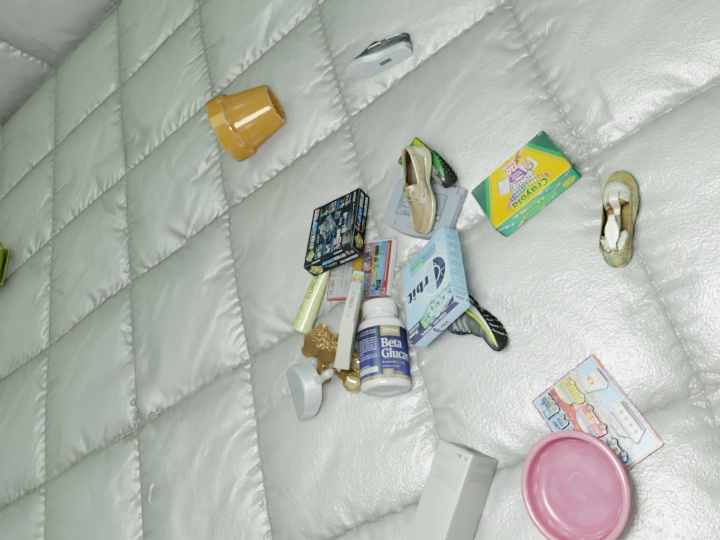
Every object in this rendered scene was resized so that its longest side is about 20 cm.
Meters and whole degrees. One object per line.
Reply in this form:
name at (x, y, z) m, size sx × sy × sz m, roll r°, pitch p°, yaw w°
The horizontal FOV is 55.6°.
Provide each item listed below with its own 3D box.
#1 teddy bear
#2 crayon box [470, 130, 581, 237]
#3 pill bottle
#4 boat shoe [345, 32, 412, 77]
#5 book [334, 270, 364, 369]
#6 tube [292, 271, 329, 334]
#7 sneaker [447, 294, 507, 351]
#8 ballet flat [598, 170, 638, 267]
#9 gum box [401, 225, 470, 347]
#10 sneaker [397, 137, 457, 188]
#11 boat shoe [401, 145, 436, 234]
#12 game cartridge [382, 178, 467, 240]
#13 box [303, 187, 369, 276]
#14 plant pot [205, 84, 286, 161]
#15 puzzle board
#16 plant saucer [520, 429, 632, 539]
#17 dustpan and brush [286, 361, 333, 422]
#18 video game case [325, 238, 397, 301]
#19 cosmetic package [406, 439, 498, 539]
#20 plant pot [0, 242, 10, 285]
teddy bear at (-0.051, 0.206, 1.619) m, size 0.199 × 0.067 × 0.146 m, roll 9°, pitch 97°, yaw 41°
crayon box at (0.345, -0.181, 1.439) m, size 0.200 × 0.058 × 0.119 m, roll -41°, pitch 51°, yaw 20°
pill bottle at (0.050, 0.169, 1.511) m, size 0.111 × 0.111 × 0.201 m, roll -21°, pitch 61°, yaw 32°
boat shoe at (0.046, -0.584, 1.839) m, size 0.199 × 0.072 × 0.068 m, roll -16°, pitch 65°, yaw 32°
book at (-0.025, 0.106, 1.529) m, size 0.200 × 0.048 × 0.134 m, roll -77°, pitch -5°, yaw -59°
tube at (-0.118, 0.062, 1.736) m, size 0.058 × 0.052 × 0.201 m, roll 17°, pitch 83°, yaw 29°
sneaker at (0.229, 0.111, 1.422) m, size 0.081 × 0.074 × 0.200 m, roll -58°, pitch 40°, yaw 15°
ballet flat at (0.484, -0.107, 1.290) m, size 0.070 × 0.071 × 0.201 m, roll -4°, pitch 70°, yaw 39°
gum box at (0.156, 0.035, 1.458) m, size 0.170 × 0.044 × 0.201 m, roll -49°, pitch 32°, yaw 42°
sneaker at (0.157, -0.235, 1.599) m, size 0.085 × 0.078 × 0.200 m, roll -47°, pitch 36°, yaw 7°
boat shoe at (0.123, -0.180, 1.535) m, size 0.072 × 0.065 × 0.201 m, roll 8°, pitch 103°, yaw 54°
game cartridge at (0.147, -0.141, 1.605) m, size 0.199 × 0.040 × 0.134 m, roll 17°, pitch 80°, yaw 42°
box at (-0.059, -0.098, 1.718) m, size 0.159 × 0.046 × 0.201 m, roll -22°, pitch 44°, yaw 32°
plant pot at (-0.329, -0.455, 2.035) m, size 0.183 × 0.200 × 0.201 m, roll -25°, pitch 57°, yaw 11°
puzzle board at (0.418, 0.271, 1.229) m, size 0.151 × 0.017 × 0.200 m, roll -44°, pitch 51°, yaw 18°
plant saucer at (0.376, 0.379, 1.183) m, size 0.200 × 0.051 × 0.202 m, roll -11°, pitch 75°, yaw 43°
dustpan and brush at (-0.114, 0.268, 1.613) m, size 0.200 × 0.057 × 0.140 m, roll 128°, pitch 129°, yaw -61°
video game case at (0.000, 0.000, 1.683) m, size 0.199 × 0.017 × 0.144 m, roll -6°, pitch 69°, yaw 39°
cosmetic package at (0.177, 0.438, 1.303) m, size 0.085 × 0.107 × 0.201 m, roll 16°, pitch 82°, yaw 42°
plant pot at (-1.621, -0.035, 2.906) m, size 0.199 × 0.182 × 0.200 m, roll -3°, pitch 69°, yaw 8°
